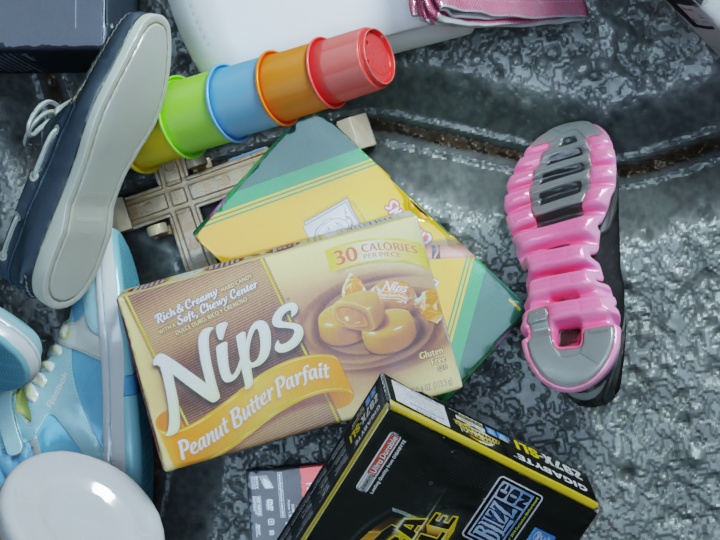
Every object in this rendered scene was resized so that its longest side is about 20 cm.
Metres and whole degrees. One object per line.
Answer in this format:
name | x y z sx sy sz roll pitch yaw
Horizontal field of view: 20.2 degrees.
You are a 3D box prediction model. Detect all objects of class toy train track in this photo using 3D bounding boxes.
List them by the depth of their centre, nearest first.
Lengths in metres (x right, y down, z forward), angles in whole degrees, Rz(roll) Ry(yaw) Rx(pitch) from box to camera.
toy train track | -0.087 -0.065 1.384 0.199 0.033 0.116 -19 86 4

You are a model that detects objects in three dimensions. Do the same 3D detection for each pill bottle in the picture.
pill bottle | -0.215 0.222 1.309 0.114 0.114 0.200 38 125 6

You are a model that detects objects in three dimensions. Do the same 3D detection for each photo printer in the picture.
photo printer | -0.037 -0.217 1.365 0.198 0.069 0.168 -13 87 5

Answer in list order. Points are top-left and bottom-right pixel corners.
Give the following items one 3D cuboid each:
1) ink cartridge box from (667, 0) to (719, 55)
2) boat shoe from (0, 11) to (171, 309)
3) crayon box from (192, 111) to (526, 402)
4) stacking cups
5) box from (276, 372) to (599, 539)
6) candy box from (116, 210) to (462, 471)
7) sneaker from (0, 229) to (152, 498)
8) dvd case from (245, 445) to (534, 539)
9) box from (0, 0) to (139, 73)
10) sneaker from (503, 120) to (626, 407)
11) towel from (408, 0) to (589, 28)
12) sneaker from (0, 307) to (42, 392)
ink cartridge box | 0.254 -0.222 1.282 0.200 0.084 0.145 41 92 -24
boat shoe | -0.180 -0.077 1.299 0.062 0.075 0.201 26 103 27
crayon box | 0.000 0.000 1.347 0.200 0.058 0.119 43 91 -3
stacking cups | -0.067 -0.113 1.313 0.199 0.060 0.061 -13 86 29
box | 0.034 0.185 1.290 0.159 0.049 0.201 27 109 -17
candy box | -0.045 0.044 1.290 0.198 0.055 0.116 -15 94 -1
sneaker | -0.210 0.074 1.359 0.129 0.080 0.202 -3 89 5
dvd case | 0.025 0.199 1.369 0.198 0.022 0.147 -6 88 6
box | -0.256 -0.214 1.369 0.198 0.107 0.150 0 88 6
sneaker | 0.145 0.000 1.340 0.078 0.095 0.201 -8 63 22
towel | 0.080 -0.260 1.332 0.146 0.030 0.202 -6 84 -37
sneaker | -0.275 -0.005 1.350 0.199 0.080 0.131 25 47 15
